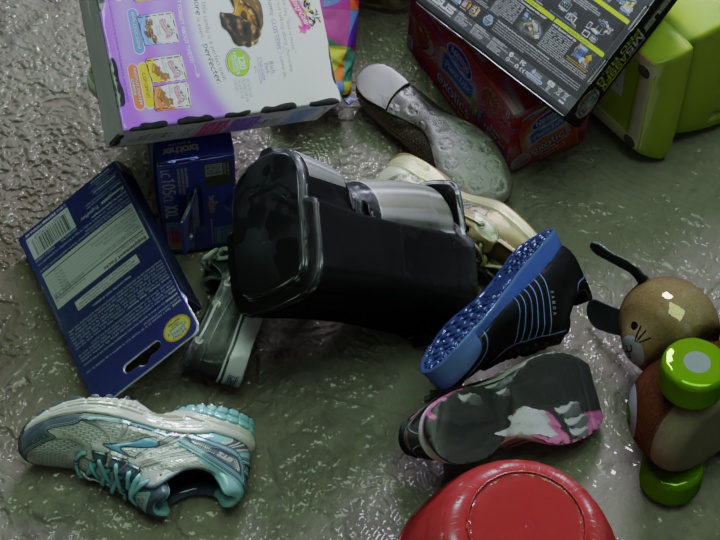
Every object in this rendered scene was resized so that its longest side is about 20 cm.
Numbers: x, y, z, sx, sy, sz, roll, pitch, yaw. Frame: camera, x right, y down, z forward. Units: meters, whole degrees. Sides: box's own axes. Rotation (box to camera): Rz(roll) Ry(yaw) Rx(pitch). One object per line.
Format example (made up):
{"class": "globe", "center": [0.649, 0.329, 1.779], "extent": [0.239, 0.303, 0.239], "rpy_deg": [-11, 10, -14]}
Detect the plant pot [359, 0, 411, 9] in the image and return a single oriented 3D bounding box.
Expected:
{"class": "plant pot", "center": [0.030, -0.383, 1.701], "extent": [0.198, 0.201, 0.185], "rpy_deg": [12, 65, 4]}

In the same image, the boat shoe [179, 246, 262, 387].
{"class": "boat shoe", "center": [-0.113, 0.008, 1.471], "extent": [0.067, 0.074, 0.201], "rpy_deg": [20, 64, -8]}

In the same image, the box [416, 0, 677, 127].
{"class": "box", "center": [0.173, -0.255, 1.528], "extent": [0.200, 0.044, 0.161], "rpy_deg": [41, 96, 25]}

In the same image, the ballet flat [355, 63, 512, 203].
{"class": "ballet flat", "center": [0.071, -0.127, 1.603], "extent": [0.200, 0.046, 0.067], "rpy_deg": [41, 74, 18]}

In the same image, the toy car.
{"class": "toy car", "center": [0.257, 0.065, 1.413], "extent": [0.157, 0.165, 0.200], "rpy_deg": [-28, 53, -22]}

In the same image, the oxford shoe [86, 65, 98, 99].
{"class": "oxford shoe", "center": [-0.169, -0.219, 1.470], "extent": [0.075, 0.058, 0.200], "rpy_deg": [38, 61, 19]}

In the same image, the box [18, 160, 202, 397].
{"class": "box", "center": [-0.218, 0.015, 1.449], "extent": [0.121, 0.032, 0.201], "rpy_deg": [-36, 59, 11]}

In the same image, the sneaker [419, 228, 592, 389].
{"class": "sneaker", "center": [0.132, 0.048, 1.402], "extent": [0.078, 0.070, 0.200], "rpy_deg": [52, 56, -10]}

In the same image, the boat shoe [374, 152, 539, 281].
{"class": "boat shoe", "center": [0.091, -0.035, 1.523], "extent": [0.199, 0.074, 0.063], "rpy_deg": [31, 59, 29]}

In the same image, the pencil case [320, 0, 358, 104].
{"class": "pencil case", "center": [-0.038, -0.261, 1.590], "extent": [0.087, 0.088, 0.202], "rpy_deg": [5, 99, -1]}

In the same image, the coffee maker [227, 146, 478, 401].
{"class": "coffee maker", "center": [0.000, 0.000, 1.400], "extent": [0.199, 0.135, 0.193], "rpy_deg": [7, 47, -43]}

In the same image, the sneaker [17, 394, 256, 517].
{"class": "sneaker", "center": [-0.186, 0.157, 1.359], "extent": [0.198, 0.078, 0.087], "rpy_deg": [1, 58, -4]}

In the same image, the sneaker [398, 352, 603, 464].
{"class": "sneaker", "center": [0.116, 0.119, 1.409], "extent": [0.198, 0.086, 0.081], "rpy_deg": [-5, 84, -33]}

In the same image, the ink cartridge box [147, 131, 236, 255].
{"class": "ink cartridge box", "center": [-0.158, -0.112, 1.512], "extent": [0.076, 0.137, 0.201], "rpy_deg": [-9, 56, -9]}

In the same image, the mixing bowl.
{"class": "mixing bowl", "center": [0.125, 0.228, 1.314], "extent": [0.198, 0.109, 0.202], "rpy_deg": [2, 54, -3]}

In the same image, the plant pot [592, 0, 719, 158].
{"class": "plant pot", "center": [0.295, -0.245, 1.612], "extent": [0.181, 0.200, 0.200], "rpy_deg": [-35, 64, -19]}

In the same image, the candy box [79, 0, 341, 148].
{"class": "candy box", "center": [-0.132, -0.205, 1.412], "extent": [0.198, 0.071, 0.170], "rpy_deg": [-9, 84, -21]}

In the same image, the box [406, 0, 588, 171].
{"class": "box", "center": [0.136, -0.208, 1.628], "extent": [0.099, 0.096, 0.201], "rpy_deg": [-22, 59, -18]}
